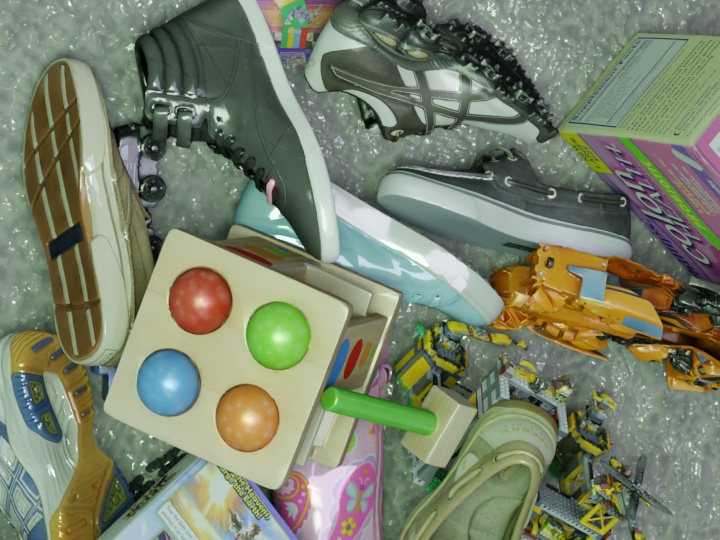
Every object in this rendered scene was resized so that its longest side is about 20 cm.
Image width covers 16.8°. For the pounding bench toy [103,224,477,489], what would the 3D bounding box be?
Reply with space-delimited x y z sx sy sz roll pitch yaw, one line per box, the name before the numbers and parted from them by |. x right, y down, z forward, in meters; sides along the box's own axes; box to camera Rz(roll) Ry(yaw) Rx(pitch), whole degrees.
pounding bench toy | -0.034 0.066 1.527 0.199 0.156 0.125 23 98 13

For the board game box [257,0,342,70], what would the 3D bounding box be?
board game box | -0.015 -0.236 1.634 0.200 0.039 0.158 -43 110 -12

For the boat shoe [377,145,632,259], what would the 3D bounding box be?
boat shoe | 0.105 -0.052 1.695 0.199 0.070 0.067 14 76 -20

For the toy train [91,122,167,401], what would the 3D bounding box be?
toy train | -0.154 0.003 1.614 0.045 0.034 0.202 0 96 -18

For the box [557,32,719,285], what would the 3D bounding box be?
box | 0.261 -0.068 1.679 0.176 0.200 0.097 45 80 -21

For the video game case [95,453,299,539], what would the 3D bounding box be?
video game case | -0.098 0.242 1.551 0.181 0.045 0.201 -42 101 -29

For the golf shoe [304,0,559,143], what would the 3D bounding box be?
golf shoe | 0.047 -0.126 1.666 0.199 0.078 0.095 28 117 -32

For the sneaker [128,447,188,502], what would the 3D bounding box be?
sneaker | -0.133 0.201 1.639 0.080 0.077 0.201 34 87 -42

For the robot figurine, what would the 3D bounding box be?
robot figurine | 0.194 0.036 1.703 0.199 0.145 0.059 18 75 -12

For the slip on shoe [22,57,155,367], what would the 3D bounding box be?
slip on shoe | -0.167 -0.037 1.568 0.060 0.076 0.202 2 70 -42

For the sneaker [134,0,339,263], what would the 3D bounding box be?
sneaker | -0.085 -0.082 1.576 0.099 0.071 0.201 -20 73 -13

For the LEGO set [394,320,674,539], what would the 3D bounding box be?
LEGO set | 0.124 0.100 1.664 0.199 0.154 0.116 34 122 -16

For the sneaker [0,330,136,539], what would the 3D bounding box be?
sneaker | -0.206 0.138 1.584 0.075 0.088 0.202 -18 97 -51

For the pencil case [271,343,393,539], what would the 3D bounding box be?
pencil case | -0.019 0.147 1.658 0.087 0.087 0.202 -2 98 -21

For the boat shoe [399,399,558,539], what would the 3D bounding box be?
boat shoe | 0.071 0.177 1.596 0.073 0.063 0.201 25 122 -6

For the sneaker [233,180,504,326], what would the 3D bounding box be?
sneaker | 0.000 0.000 1.657 0.199 0.074 0.082 30 87 -10
